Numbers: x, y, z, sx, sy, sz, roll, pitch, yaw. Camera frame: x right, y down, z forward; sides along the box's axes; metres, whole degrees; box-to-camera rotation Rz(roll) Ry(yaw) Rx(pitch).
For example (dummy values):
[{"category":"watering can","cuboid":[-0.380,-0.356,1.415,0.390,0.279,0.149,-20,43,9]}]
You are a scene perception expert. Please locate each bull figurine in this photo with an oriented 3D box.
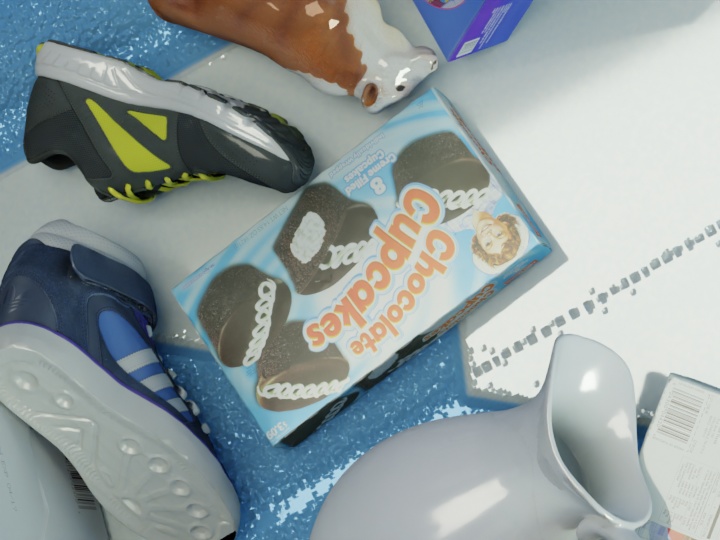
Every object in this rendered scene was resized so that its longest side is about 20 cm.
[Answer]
[{"category":"bull figurine","cuboid":[-0.043,-0.170,1.649,0.199,0.065,0.122,19,108,23]}]

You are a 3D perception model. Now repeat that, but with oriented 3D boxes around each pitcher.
[{"category":"pitcher","cuboid":[0.073,0.153,1.525,0.200,0.121,0.172,-34,57,32]}]

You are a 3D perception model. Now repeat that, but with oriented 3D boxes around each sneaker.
[{"category":"sneaker","cuboid":[-0.117,-0.073,1.674,0.199,0.074,0.085,21,95,28]},{"category":"sneaker","cuboid":[-0.132,0.056,1.651,0.080,0.147,0.200,-30,119,33]}]

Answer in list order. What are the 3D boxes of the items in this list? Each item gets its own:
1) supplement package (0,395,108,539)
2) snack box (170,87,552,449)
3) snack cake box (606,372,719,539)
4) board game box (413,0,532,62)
[{"category":"supplement package","cuboid":[-0.234,0.134,1.629,0.110,0.156,0.201,-19,78,16]},{"category":"snack box","cuboid":[0.000,0.000,1.637,0.200,0.037,0.116,-38,74,9]},{"category":"snack cake box","cuboid":[0.192,0.170,1.537,0.114,0.067,0.201,21,90,17]},{"category":"board game box","cuboid":[0.065,-0.227,1.570,0.045,0.200,0.135,-21,73,-26]}]
